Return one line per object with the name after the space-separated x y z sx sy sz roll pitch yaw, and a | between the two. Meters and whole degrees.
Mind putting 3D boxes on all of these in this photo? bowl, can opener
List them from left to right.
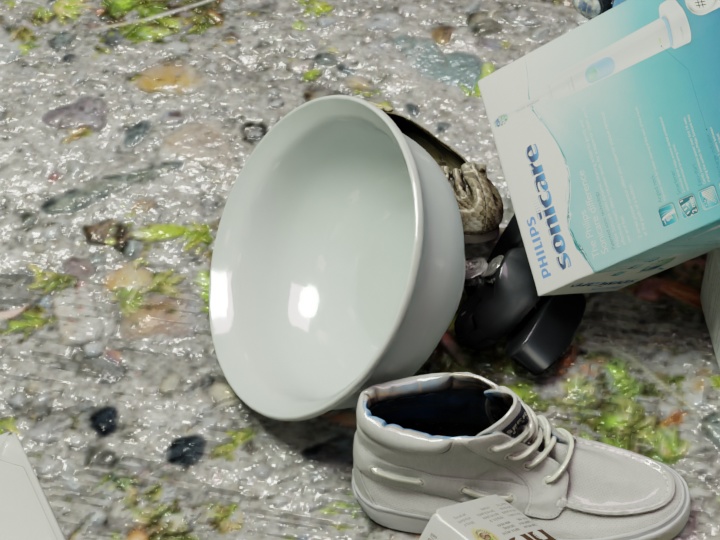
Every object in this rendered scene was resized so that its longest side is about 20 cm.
0.000 0.000 1.218 0.090 0.201 0.201 15 37 -38 | bowl
0.114 -0.018 1.294 0.063 0.079 0.200 -19 32 39 | can opener

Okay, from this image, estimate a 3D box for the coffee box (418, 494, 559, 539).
0.105 0.220 1.022 0.200 0.114 0.080 34 16 24 | coffee box

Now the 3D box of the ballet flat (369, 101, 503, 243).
0.036 -0.077 1.313 0.067 0.046 0.200 -10 29 -21 | ballet flat

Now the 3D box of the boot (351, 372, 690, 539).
0.093 0.110 1.148 0.200 0.096 0.074 2 49 4 | boot

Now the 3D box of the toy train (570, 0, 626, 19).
0.233 -0.206 1.321 0.200 0.087 0.114 -33 61 -25 | toy train

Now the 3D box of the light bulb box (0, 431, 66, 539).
-0.231 0.213 1.001 0.198 0.200 0.125 -20 53 -15 | light bulb box

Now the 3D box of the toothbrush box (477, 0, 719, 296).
0.183 -0.084 1.198 0.085 0.200 0.147 -2 72 -47 | toothbrush box

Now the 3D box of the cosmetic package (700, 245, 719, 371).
0.276 0.064 1.198 0.101 0.071 0.200 -6 49 -3 | cosmetic package
